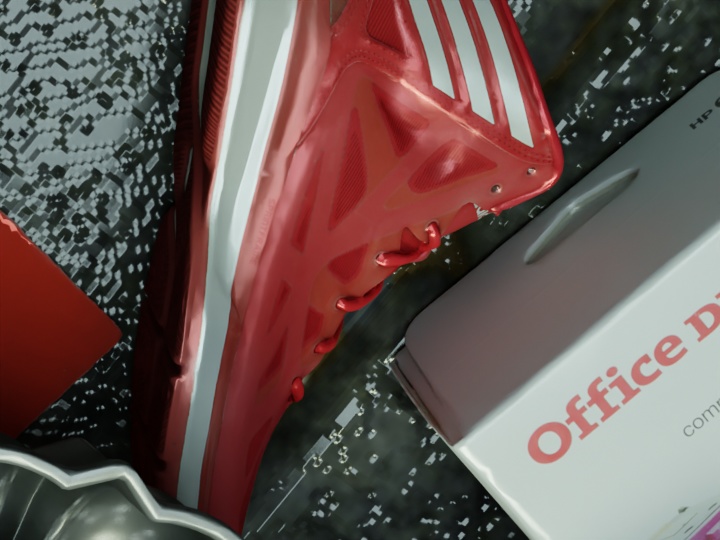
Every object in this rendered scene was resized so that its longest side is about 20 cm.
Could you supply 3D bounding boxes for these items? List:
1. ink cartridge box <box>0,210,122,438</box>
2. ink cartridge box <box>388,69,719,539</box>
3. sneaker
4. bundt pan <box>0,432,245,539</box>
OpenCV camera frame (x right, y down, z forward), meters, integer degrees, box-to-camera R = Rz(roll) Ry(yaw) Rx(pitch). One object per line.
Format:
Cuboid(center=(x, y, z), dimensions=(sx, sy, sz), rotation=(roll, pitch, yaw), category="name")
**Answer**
Cuboid(center=(-0.187, 0.010, 0.746), dimensions=(0.162, 0.057, 0.200), rotation=(-43, 107, 3), category="ink cartridge box")
Cuboid(center=(0.128, 0.060, 0.818), dimensions=(0.144, 0.085, 0.200), rotation=(-40, 111, 2), category="ink cartridge box")
Cuboid(center=(0.000, 0.000, 0.772), dimensions=(0.115, 0.078, 0.201), rotation=(6, 108, -14), category="sneaker")
Cuboid(center=(-0.110, 0.131, 0.723), dimensions=(0.200, 0.076, 0.203), rotation=(-4, 106, -14), category="bundt pan")
